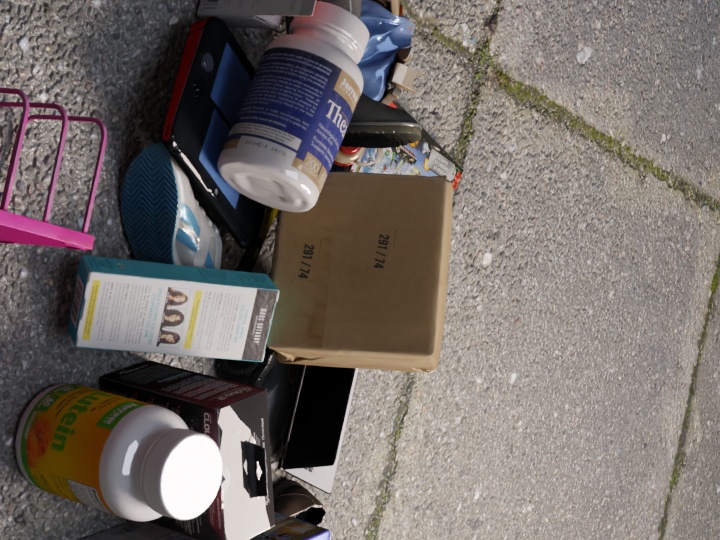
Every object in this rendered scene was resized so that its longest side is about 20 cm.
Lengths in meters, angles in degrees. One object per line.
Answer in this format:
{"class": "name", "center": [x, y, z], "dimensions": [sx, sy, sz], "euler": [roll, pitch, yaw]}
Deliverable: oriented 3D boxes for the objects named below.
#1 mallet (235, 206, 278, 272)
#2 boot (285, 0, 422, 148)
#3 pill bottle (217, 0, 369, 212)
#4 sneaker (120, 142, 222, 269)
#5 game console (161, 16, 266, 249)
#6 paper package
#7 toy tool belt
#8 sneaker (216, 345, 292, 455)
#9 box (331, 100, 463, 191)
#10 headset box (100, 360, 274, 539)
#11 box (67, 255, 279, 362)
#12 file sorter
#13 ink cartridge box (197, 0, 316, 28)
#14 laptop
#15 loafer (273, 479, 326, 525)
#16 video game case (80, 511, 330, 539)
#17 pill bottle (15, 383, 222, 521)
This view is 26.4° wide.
{"class": "mallet", "center": [-0.106, -0.033, 1.699], "dimensions": [0.066, 0.041, 0.201], "euler": [47, 50, -43]}
{"class": "boot", "center": [-0.011, -0.239, 1.681], "dimensions": [0.073, 0.181, 0.202], "euler": [33, 63, -69]}
{"class": "pill bottle", "center": [-0.062, -0.171, 1.582], "dimensions": [0.111, 0.110, 0.201], "euler": [41, 64, -46]}
{"class": "sneaker", "center": [-0.192, -0.043, 1.600], "dimensions": [0.081, 0.076, 0.201], "euler": [-40, 133, -49]}
{"class": "game console", "center": [-0.139, -0.147, 1.614], "dimensions": [0.200, 0.031, 0.178], "euler": [56, 34, -48]}
{"class": "paper package", "center": [0.000, 0.000, 1.639], "dimensions": [0.103, 0.189, 0.202], "euler": [69, 24, -77]}
{"class": "toy tool belt", "center": [0.006, -0.226, 1.748], "dimensions": [0.124, 0.123, 0.201], "euler": [14, 82, -11]}
{"class": "sneaker", "center": [-0.115, 0.123, 1.732], "dimensions": [0.091, 0.076, 0.201], "euler": [-8, 110, -59]}
{"class": "box", "center": [0.043, -0.115, 1.890], "dimensions": [0.200, 0.040, 0.138], "euler": [40, 67, -46]}
{"class": "headset box", "center": [-0.170, 0.186, 1.563], "dimensions": [0.077, 0.199, 0.150], "euler": [-18, 110, -47]}
{"class": "box", "center": [-0.189, 0.039, 1.550], "dimensions": [0.199, 0.049, 0.083], "euler": [6, 110, -23]}
{"class": "file sorter", "center": [-0.343, -0.102, 1.350], "dimensions": [0.199, 0.138, 0.126], "euler": [17, 81, -50]}
{"class": "ink cartridge box", "center": [-0.077, -0.352, 1.592], "dimensions": [0.043, 0.173, 0.201], "euler": [19, 82, -49]}
{"class": "laptop", "center": [-0.015, 0.152, 1.774], "dimensions": [0.200, 0.115, 0.189], "euler": [39, 60, -56]}
{"class": "loafer", "center": [-0.111, 0.321, 1.762], "dimensions": [0.200, 0.071, 0.073], "euler": [-51, 132, -32]}
{"class": "video game case", "center": [-0.162, 0.298, 1.609], "dimensions": [0.199, 0.180, 0.046], "euler": [-14, 108, -48]}
{"class": "pill bottle", "center": [-0.232, 0.179, 1.486], "dimensions": [0.111, 0.199, 0.112], "euler": [-13, 107, -49]}
